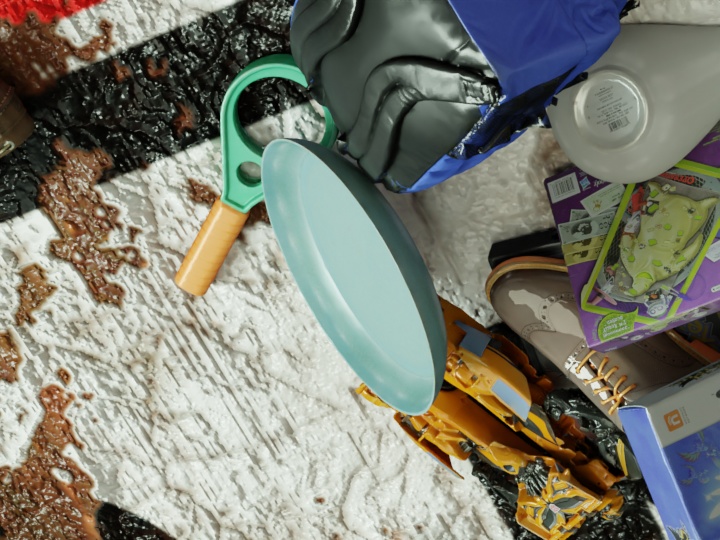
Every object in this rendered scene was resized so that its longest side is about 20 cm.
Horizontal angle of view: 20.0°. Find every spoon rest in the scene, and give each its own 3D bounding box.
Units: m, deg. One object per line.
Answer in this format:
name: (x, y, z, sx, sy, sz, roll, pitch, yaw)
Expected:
spoon rest: (0.205, -0.119, 1.267, 0.200, 0.061, 0.100, -20, 93, 34)

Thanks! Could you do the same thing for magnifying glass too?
magnifying glass: (-0.077, -0.061, 1.392, 0.079, 0.022, 0.200, 28, 124, -5)

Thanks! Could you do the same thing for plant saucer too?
plant saucer: (0.000, 0.000, 1.320, 0.027, 0.200, 0.201, -28, 119, -19)

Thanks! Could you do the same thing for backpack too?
backpack: (0.060, -0.142, 1.212, 0.163, 0.167, 0.200, 62, 151, 12)

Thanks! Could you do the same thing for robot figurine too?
robot figurine: (0.099, 0.111, 1.414, 0.200, 0.058, 0.145, 39, 140, 1)

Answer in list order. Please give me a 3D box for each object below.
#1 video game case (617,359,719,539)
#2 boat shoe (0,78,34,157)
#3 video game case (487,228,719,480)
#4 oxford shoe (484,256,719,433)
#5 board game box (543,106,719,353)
video game case: (0.284, 0.144, 1.317, 0.181, 0.045, 0.201, -23, 92, -18)
boat shoe: (-0.305, -0.060, 1.418, 0.202, 0.075, 0.075, -36, 114, 29)
video game case: (0.204, 0.049, 1.391, 0.180, 0.026, 0.200, -14, 117, 21)
oxford shoe: (0.170, 0.058, 1.346, 0.200, 0.073, 0.071, 29, 124, -4)
board game box: (0.220, -0.037, 1.288, 0.200, 0.120, 0.032, -22, 156, 25)
